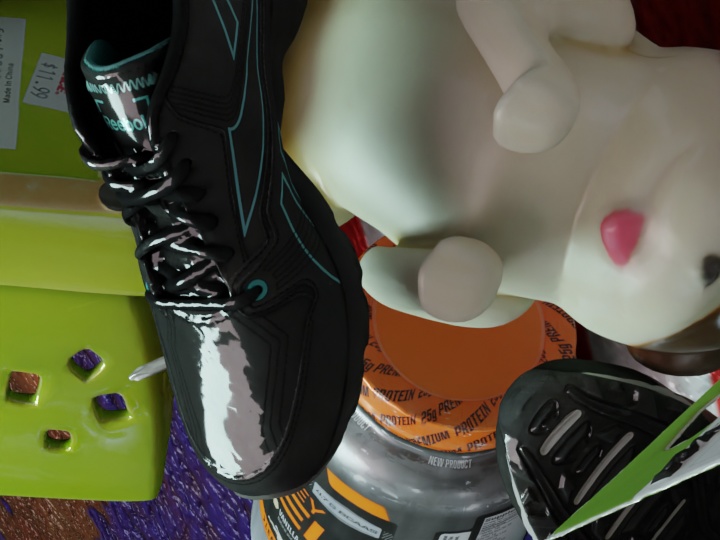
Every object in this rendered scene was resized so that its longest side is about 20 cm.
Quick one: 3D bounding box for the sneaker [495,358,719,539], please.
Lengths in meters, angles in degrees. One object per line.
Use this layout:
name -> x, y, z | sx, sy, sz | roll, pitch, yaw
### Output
sneaker -> 0.099, 0.074, 0.797 | 0.079, 0.074, 0.200 | 45, -172, 37

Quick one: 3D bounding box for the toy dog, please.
toy dog -> 0.054, -0.039, 0.731 | 0.199, 0.194, 0.140 | 26, 100, 17

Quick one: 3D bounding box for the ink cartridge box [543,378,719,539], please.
ink cartridge box -> 0.168, 0.039, 0.602 | 0.076, 0.148, 0.200 | 55, 140, -2

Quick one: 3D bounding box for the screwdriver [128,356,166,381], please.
screwdriver -> 0.000, 0.000, 0.839 | 0.029, 0.199, 0.028 | 60, -171, -69

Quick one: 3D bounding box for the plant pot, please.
plant pot -> -0.171, -0.031, 0.979 | 0.182, 0.198, 0.201 | 106, 168, -53

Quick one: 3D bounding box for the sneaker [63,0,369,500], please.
sneaker -> -0.053, -0.029, 0.647 | 0.075, 0.079, 0.201 | -8, 93, 32

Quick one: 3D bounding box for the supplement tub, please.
supplement tub -> 0.023, 0.072, 0.937 | 0.123, 0.122, 0.200 | 45, 151, 18
